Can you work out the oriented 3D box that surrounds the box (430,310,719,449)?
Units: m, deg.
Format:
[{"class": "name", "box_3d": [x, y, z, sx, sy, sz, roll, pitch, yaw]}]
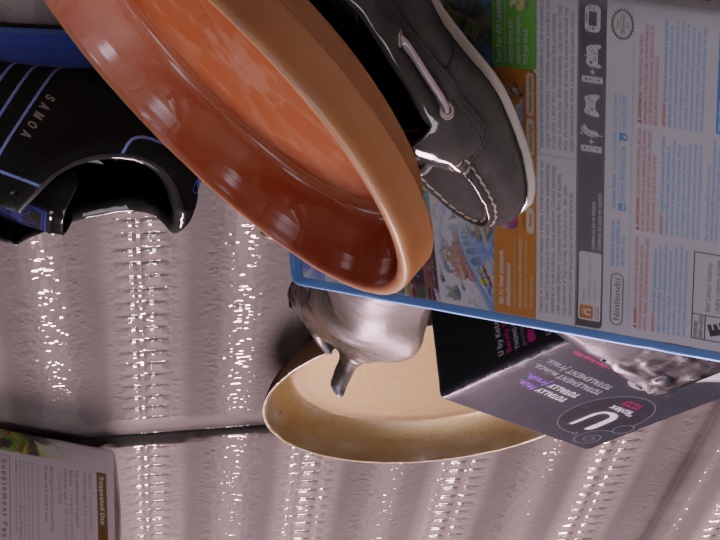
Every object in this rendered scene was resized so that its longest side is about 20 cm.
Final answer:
[{"class": "box", "box_3d": [0.142, -0.007, 1.044, 0.199, 0.107, 0.122, -26, 148, 34]}]

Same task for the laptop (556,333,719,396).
[{"class": "laptop", "box_3d": [0.130, -0.055, 0.908, 0.177, 0.104, 0.200, -25, 139, 35]}]

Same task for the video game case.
[{"class": "video game case", "box_3d": [0.063, -0.045, 0.867, 0.199, 0.018, 0.144, 10, 120, 21]}]

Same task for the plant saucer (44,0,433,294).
[{"class": "plant saucer", "box_3d": [-0.048, -0.073, 0.807, 0.032, 0.200, 0.200, -46, 158, -13]}]

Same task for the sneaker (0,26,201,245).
[{"class": "sneaker", "box_3d": [-0.160, -0.052, 0.909, 0.199, 0.078, 0.070, -2, 155, -10]}]

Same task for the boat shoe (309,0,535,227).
[{"class": "boat shoe", "box_3d": [0.002, -0.080, 0.797, 0.067, 0.057, 0.200, 22, 149, 44]}]

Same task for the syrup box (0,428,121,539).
[{"class": "syrup box", "box_3d": [-0.239, 0.135, 1.278, 0.199, 0.082, 0.079, 14, 150, -37]}]

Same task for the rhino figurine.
[{"class": "rhino figurine", "box_3d": [0.000, 0.000, 1.033, 0.060, 0.087, 0.200, -38, 168, -25]}]

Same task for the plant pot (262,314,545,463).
[{"class": "plant pot", "box_3d": [0.044, 0.059, 1.253, 0.199, 0.028, 0.200, -5, 155, -2]}]
